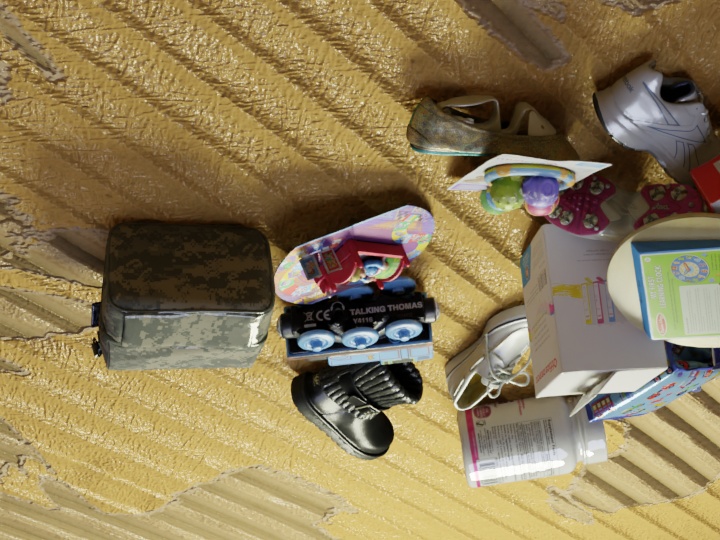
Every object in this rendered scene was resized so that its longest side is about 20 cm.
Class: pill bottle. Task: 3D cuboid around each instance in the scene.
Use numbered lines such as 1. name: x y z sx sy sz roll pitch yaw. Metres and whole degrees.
1. pill bottle: 0.241 0.236 1.938 0.199 0.114 0.114 -9 146 4

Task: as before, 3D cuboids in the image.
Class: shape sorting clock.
1. shape sorting clock: 0.359 0.011 1.442 0.199 0.039 0.201 6 138 5

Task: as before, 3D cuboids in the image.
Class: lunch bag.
1. lunch bag: -0.203 0.045 1.560 0.199 0.140 0.168 1 139 -12
2. lunch bag: 0.410 0.145 1.869 0.199 0.094 0.150 16 138 -43

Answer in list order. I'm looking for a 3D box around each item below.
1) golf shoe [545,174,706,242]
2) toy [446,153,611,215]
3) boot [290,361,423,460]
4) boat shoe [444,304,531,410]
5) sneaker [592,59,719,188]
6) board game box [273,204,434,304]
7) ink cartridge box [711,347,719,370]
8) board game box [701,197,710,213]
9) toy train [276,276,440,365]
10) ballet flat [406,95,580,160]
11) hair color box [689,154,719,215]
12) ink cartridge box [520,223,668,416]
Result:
1. golf shoe: 0.291 -0.053 1.502 0.199 0.076 0.091 12 162 42
2. toy: 0.171 -0.082 1.439 0.114 0.048 0.200 3 176 -12
3. boot: 0.025 0.176 1.845 0.157 0.080 0.211 -25 141 25
4. boat shoe: 0.176 0.125 1.789 0.074 0.086 0.202 15 141 -29
5. sneaker: 0.333 -0.150 1.431 0.199 0.075 0.087 22 131 -37
6. board game box: 0.000 0.000 1.565 0.199 0.039 0.158 -20 155 -8
7. ink cartridge box: 0.518 0.078 1.624 0.197 0.047 0.200 -8 177 18
8. board game box: 0.467 -0.022 1.554 0.198 0.041 0.201 -8 133 -11
9. toy train: -0.001 0.069 1.683 0.199 0.087 0.114 -7 152 1
10. ballet flat: 0.145 -0.146 1.417 0.199 0.071 0.071 5 144 -20
11. hair color box: 0.431 -0.050 1.446 0.101 0.061 0.200 -30 131 11
12. ink cartridge box: 0.266 0.058 1.581 0.124 0.201 0.129 -3 164 -7
